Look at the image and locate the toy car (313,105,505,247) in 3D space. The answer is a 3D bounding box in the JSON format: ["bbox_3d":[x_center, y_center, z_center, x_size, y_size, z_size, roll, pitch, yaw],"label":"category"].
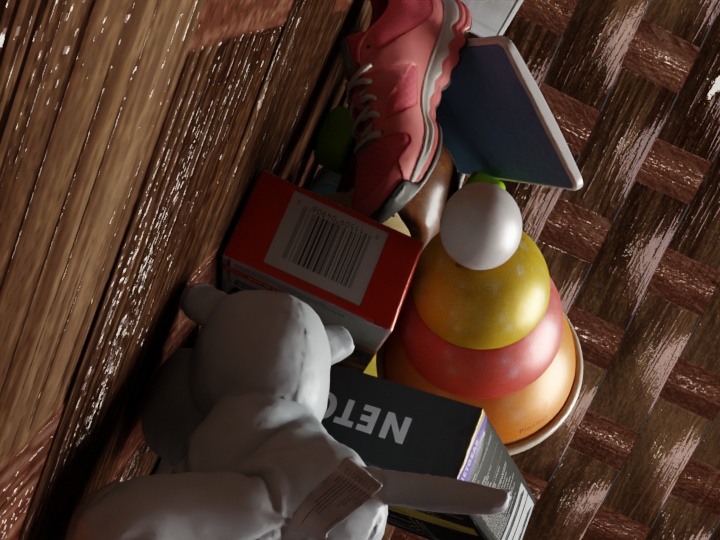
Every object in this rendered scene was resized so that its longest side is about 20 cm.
[{"bbox_3d":[0.005,-0.040,0.840,0.160,0.162,0.200,-66,168,11],"label":"toy car"}]

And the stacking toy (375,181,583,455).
[{"bbox_3d":[0.079,0.014,0.673,0.201,0.144,0.148,86,24,-54],"label":"stacking toy"}]

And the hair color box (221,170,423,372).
[{"bbox_3d":[-0.033,0.017,0.707,0.200,0.109,0.065,112,1,-73],"label":"hair color box"}]

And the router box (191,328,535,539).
[{"bbox_3d":[-0.001,0.113,0.672,0.053,0.197,0.158,-65,150,-21],"label":"router box"}]

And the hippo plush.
[{"bbox_3d":[-0.067,0.081,0.505,0.200,0.157,0.163,-48,-139,34],"label":"hippo plush"}]

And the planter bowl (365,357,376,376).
[{"bbox_3d":[-0.034,0.112,1.079,0.201,0.197,0.084,114,-8,-54],"label":"planter bowl"}]

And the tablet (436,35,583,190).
[{"bbox_3d":[0.097,-0.127,0.850,0.014,0.131,0.199,-36,-160,-13],"label":"tablet"}]

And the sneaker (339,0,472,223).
[{"bbox_3d":[0.014,-0.127,0.770,0.073,0.086,0.203,-26,-137,56],"label":"sneaker"}]

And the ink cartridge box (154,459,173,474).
[{"bbox_3d":[-0.135,0.209,0.804,0.166,0.074,0.202,111,2,-54],"label":"ink cartridge box"}]

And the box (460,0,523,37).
[{"bbox_3d":[0.079,-0.245,0.788,0.061,0.115,0.200,-63,-179,-4],"label":"box"}]

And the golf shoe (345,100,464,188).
[{"bbox_3d":[0.049,-0.097,1.002,0.078,0.093,0.203,68,1,-69],"label":"golf shoe"}]

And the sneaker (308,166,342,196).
[{"bbox_3d":[0.000,0.000,1.023,0.079,0.201,0.131,-32,-173,26],"label":"sneaker"}]
